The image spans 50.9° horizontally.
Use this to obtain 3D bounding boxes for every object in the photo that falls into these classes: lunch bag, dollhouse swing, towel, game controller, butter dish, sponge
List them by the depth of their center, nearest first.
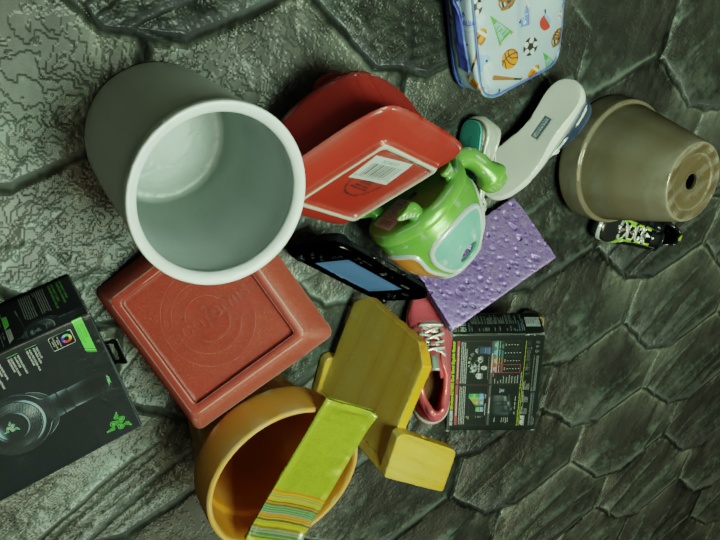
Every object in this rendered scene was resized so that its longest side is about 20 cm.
[{"bbox_3d":[-0.015,-0.159,0.868,0.198,0.149,0.199,-28,160,26],"label":"butter dish"},{"bbox_3d":[-0.058,0.245,0.900,0.086,0.018,0.201,23,101,-42],"label":"towel"},{"bbox_3d":[0.176,-0.329,0.946,0.159,0.076,0.201,-28,129,-16],"label":"lunch bag"},{"bbox_3d":[0.000,0.000,0.994,0.199,0.104,0.043,28,76,-42],"label":"game controller"},{"bbox_3d":[0.056,0.163,1.060,0.181,0.200,0.177,27,98,-42],"label":"dollhouse swing"},{"bbox_3d":[0.180,-0.010,1.116,0.199,0.112,0.030,-33,173,-15],"label":"sponge"}]

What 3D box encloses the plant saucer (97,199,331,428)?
[{"bbox_3d":[-0.167,0.050,0.841,0.199,0.037,0.201,-35,94,6],"label":"plant saucer"}]

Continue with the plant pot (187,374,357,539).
[{"bbox_3d":[-0.133,0.209,0.963,0.198,0.183,0.202,-16,124,-26],"label":"plant pot"}]

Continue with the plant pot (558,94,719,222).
[{"bbox_3d":[0.432,-0.154,1.147,0.198,0.173,0.202,-12,114,-27],"label":"plant pot"}]

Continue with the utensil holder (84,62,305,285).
[{"bbox_3d":[-0.169,-0.106,0.740,0.168,0.200,0.172,-15,122,-25],"label":"utensil holder"}]

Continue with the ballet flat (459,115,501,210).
[{"bbox_3d":[0.157,-0.116,1.066,0.069,0.069,0.202,-1,112,-35],"label":"ballet flat"}]

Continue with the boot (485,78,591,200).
[{"bbox_3d":[0.261,-0.177,1.100,0.200,0.073,0.090,-49,152,13],"label":"boot"}]

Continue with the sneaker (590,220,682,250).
[{"bbox_3d":[0.485,-0.074,1.306,0.198,0.083,0.072,-2,117,-34],"label":"sneaker"}]

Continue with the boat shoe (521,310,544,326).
[{"bbox_3d":[0.279,0.168,1.306,0.075,0.074,0.202,-1,116,-35],"label":"boat shoe"}]

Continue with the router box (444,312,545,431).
[{"bbox_3d":[0.210,0.165,1.219,0.148,0.062,0.202,-1,121,2],"label":"router box"}]

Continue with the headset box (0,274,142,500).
[{"bbox_3d":[-0.354,0.127,0.819,0.199,0.093,0.176,-26,129,-21],"label":"headset box"}]

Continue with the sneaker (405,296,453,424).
[{"bbox_3d":[0.108,0.123,1.099,0.073,0.087,0.203,-3,82,-3],"label":"sneaker"}]

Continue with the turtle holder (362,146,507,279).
[{"bbox_3d":[0.100,-0.076,0.989,0.132,0.140,0.186,49,51,-25],"label":"turtle holder"}]
